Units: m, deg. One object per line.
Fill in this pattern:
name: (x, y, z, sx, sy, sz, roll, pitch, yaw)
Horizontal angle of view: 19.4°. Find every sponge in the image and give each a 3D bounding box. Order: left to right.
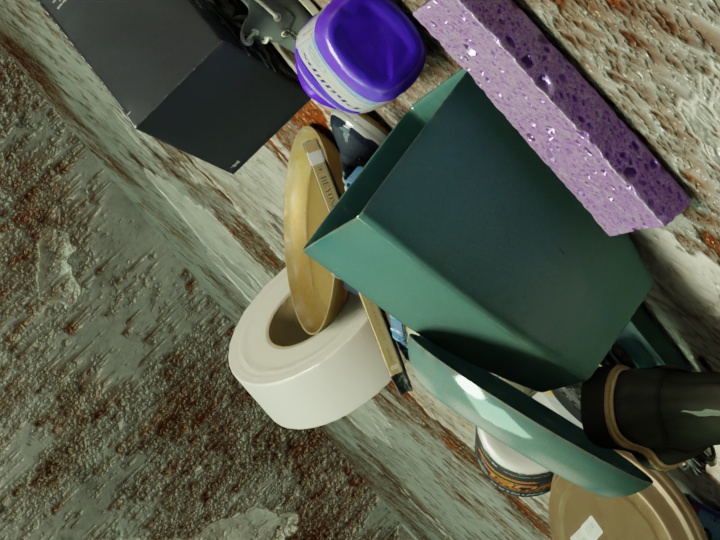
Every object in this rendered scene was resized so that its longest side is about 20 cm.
sponge: (0.119, -0.104, 1.325, 0.200, 0.030, 0.112, 48, 171, -7)

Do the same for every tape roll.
tape roll: (-0.034, 0.061, 2.114, 0.071, 0.202, 0.202, 50, 171, -29)

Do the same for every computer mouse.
computer mouse: (0.216, 0.101, 1.718, 0.138, 0.053, 0.200, 44, 170, -9)

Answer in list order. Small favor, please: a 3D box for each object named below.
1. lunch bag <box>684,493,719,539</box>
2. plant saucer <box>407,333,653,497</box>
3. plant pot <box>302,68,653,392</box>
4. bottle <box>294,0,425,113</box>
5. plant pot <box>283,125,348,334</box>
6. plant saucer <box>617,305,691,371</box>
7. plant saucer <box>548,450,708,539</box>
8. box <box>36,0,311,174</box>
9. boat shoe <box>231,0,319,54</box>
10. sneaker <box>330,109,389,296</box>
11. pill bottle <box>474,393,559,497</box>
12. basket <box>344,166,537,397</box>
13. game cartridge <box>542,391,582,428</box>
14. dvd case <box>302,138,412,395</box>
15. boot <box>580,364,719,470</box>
lunch bag: (0.360, 0.295, 1.869, 0.151, 0.094, 0.199, 53, 158, -22)
plant saucer: (0.113, 0.106, 1.475, 0.199, 0.028, 0.200, 31, -176, -2)
plant pot: (0.091, -0.014, 1.464, 0.200, 0.142, 0.141, 40, 162, -8)
bottle: (-0.008, -0.158, 1.562, 0.084, 0.065, 0.200, 46, 171, -8)
plant pot: (-0.039, -0.039, 2.035, 0.200, 0.027, 0.202, 179, 90, -73)
plant saucer: (0.182, 0.012, 1.590, 0.200, 0.019, 0.070, 51, 170, -23)
plant saucer: (0.235, 0.246, 1.876, 0.200, 0.029, 0.201, 34, 137, 39)
box: (-0.159, -0.196, 1.755, 0.183, 0.104, 0.200, 52, -169, 19)
boat shoe: (-0.084, -0.212, 1.686, 0.200, 0.062, 0.073, 48, 169, -18)
sneaker: (0.007, -0.048, 1.842, 0.070, 0.108, 0.200, 34, 165, 51)
pill bottle: (0.164, 0.164, 2.072, 0.106, 0.106, 0.200, 44, 172, 12)
basket: (0.075, 0.010, 1.676, 0.199, 0.139, 0.176, 35, 170, 20)
game cartridge: (0.169, 0.074, 1.881, 0.200, 0.041, 0.133, 49, 175, -18)
dvd case: (0.000, 0.000, 1.729, 0.149, 0.016, 0.201, 64, -175, -80)
boot: (0.258, 0.104, 1.488, 0.137, 0.078, 0.199, -4, 177, 31)
